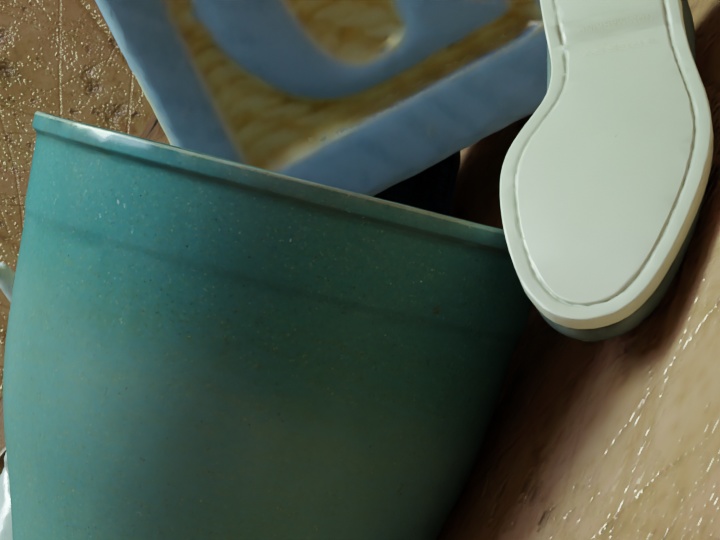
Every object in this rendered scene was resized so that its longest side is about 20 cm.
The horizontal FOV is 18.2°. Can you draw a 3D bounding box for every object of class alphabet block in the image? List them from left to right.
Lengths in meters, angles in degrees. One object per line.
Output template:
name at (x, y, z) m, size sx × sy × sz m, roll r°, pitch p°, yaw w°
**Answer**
alphabet block at (-0.017, -0.150, 1.010) m, size 0.195 × 0.196 × 0.200 m, roll -25°, pitch 14°, yaw 2°

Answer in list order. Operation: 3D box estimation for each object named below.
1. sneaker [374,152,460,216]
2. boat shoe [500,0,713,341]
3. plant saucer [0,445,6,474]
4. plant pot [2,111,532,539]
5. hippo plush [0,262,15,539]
sneaker at (0.000, 0.000, 1.065) m, size 0.078 × 0.070 × 0.200 m, roll -58°, pitch 4°, yaw 34°
boat shoe at (0.092, -0.042, 0.797) m, size 0.201 × 0.072 × 0.062 m, roll -82°, pitch -20°, yaw -45°
plant saucer at (-0.156, 0.160, 1.258) m, size 0.199 × 0.034 × 0.201 m, roll -23°, pitch 48°, yaw 28°
plant pot at (-0.045, 0.057, 0.834) m, size 0.200 × 0.199 × 0.189 m, roll -159°, pitch 83°, yaw -79°
hippo plush at (-0.091, 0.119, 1.077) m, size 0.161 × 0.158 × 0.201 m, roll 31°, pitch 112°, yaw 50°
